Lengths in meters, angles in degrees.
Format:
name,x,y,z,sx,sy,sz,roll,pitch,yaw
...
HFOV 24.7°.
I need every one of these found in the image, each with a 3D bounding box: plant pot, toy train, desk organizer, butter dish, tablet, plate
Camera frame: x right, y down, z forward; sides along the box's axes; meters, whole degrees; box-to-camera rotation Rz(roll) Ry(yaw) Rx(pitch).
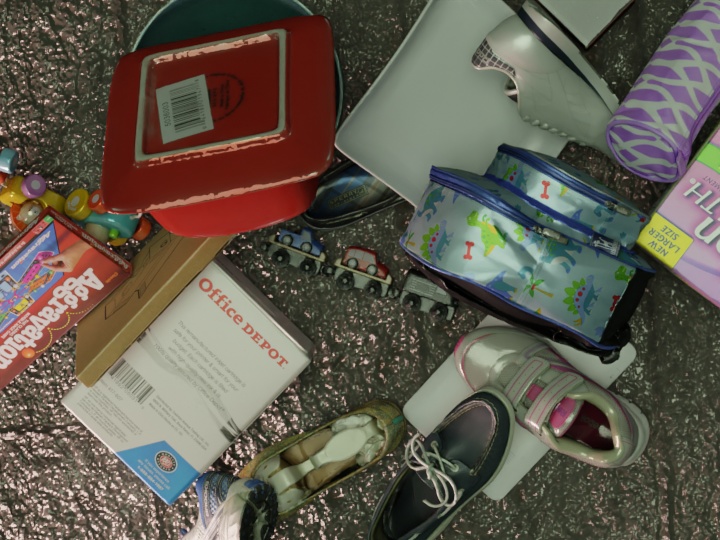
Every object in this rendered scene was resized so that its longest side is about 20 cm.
name,x,y,z,sx,sy,sz,roll,pitch,yaw
plant pot,-0.104,-0.162,1.530,0.199,0.135,0.201,0,93,8
toy train,-0.298,-0.064,1.555,0.199,0.150,0.056,19,73,3
desk organizer,0.162,-0.295,1.515,0.200,0.077,0.072,45,97,4
butter dish,-0.106,-0.099,1.400,0.199,0.148,0.200,-10,49,8
tablet,0.150,0.106,1.565,0.130,0.014,0.200,43,97,5
toy train,0.000,0.000,1.572,0.199,0.034,0.046,19,91,7
plate,0.096,-0.144,1.509,0.199,0.032,0.200,36,88,-26

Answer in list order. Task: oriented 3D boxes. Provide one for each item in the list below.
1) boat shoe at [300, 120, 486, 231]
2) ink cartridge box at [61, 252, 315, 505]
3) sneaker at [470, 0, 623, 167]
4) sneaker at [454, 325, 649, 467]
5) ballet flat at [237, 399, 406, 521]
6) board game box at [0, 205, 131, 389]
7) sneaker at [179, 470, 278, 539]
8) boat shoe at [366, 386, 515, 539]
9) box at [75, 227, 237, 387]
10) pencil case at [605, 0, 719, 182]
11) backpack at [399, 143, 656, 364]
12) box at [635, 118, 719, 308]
name,x,y,z,sx,sy,sz,roll,pitch,yaw
boat shoe,0.029,-0.096,1.547,0.199,0.066,0.070,-23,89,7
ink cartridge box,-0.160,0.098,1.568,0.146,0.084,0.200,45,96,-2
sneaker,0.185,-0.156,1.497,0.080,0.076,0.200,-42,116,10
sneaker,0.176,0.115,1.509,0.200,0.088,0.082,28,96,7
ballet flat,-0.048,0.186,1.570,0.200,0.071,0.071,-30,88,9
board game box,-0.324,0.030,1.578,0.200,0.019,0.103,-40,122,22
sneaker,-0.132,0.279,1.582,0.085,0.077,0.201,22,114,31
boat shoe,0.070,0.189,1.522,0.075,0.062,0.200,51,122,20
box,-0.194,0.006,1.540,0.021,0.164,0.200,41,98,-19
pencil case,0.299,-0.170,1.463,0.085,0.084,0.200,24,67,32
backpack,0.144,-0.029,1.439,0.199,0.183,0.147,22,94,-10
box,0.373,-0.055,1.484,0.176,0.097,0.200,38,97,5
